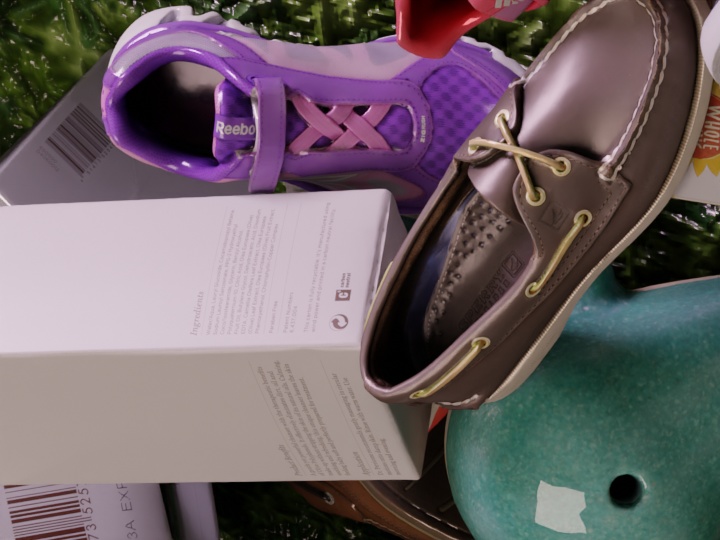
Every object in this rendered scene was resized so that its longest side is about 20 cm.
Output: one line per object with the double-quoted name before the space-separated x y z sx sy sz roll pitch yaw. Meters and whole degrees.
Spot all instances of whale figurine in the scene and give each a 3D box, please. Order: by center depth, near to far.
"whale figurine" 0.130 0.056 1.037 0.200 0.104 0.159 -34 100 3

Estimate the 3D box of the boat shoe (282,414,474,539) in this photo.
"boat shoe" 0.002 0.087 1.255 0.200 0.072 0.068 35 145 19

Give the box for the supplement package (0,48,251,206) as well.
"supplement package" -0.157 0.001 1.251 0.110 0.114 0.200 44 139 -9

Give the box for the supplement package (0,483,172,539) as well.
"supplement package" -0.171 0.156 1.268 0.200 0.117 0.117 130 128 -62

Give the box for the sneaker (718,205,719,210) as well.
"sneaker" 0.204 -0.018 0.996 0.077 0.085 0.200 -40 79 23

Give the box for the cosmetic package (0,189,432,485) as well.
"cosmetic package" -0.076 0.031 1.076 0.199 0.085 0.108 0 145 16

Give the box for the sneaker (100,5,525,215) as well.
"sneaker" -0.024 -0.063 1.066 0.199 0.088 0.081 8 101 13

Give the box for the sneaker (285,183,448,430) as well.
"sneaker" 0.000 0.000 1.147 0.070 0.093 0.200 6 130 32

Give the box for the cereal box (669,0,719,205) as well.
"cereal box" 0.190 -0.087 0.921 0.199 0.039 0.144 12 103 29

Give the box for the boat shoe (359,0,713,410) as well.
"boat shoe" 0.063 -0.027 0.954 0.072 0.059 0.200 48 123 27

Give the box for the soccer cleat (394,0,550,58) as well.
"soccer cleat" 0.069 -0.129 0.920 0.068 0.073 0.200 20 165 -21

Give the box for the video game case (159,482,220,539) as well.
"video game case" -0.106 0.150 1.297 0.182 0.022 0.201 134 128 -64

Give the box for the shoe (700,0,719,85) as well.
"shoe" 0.179 -0.151 0.862 0.071 0.091 0.200 9 141 -33
